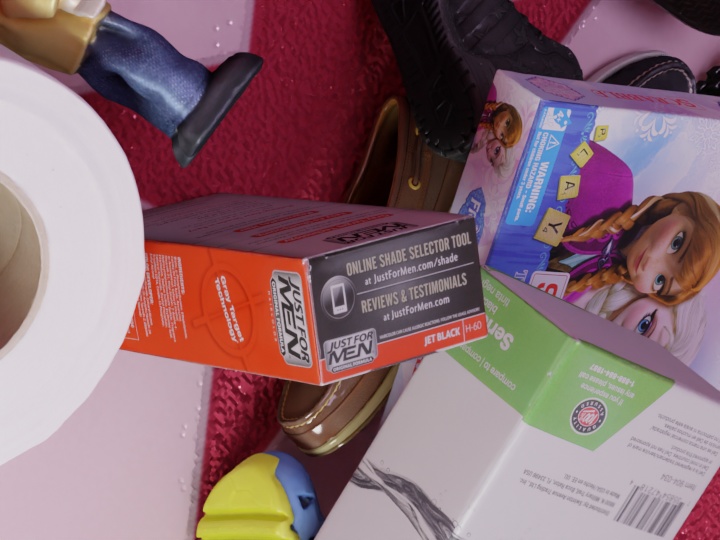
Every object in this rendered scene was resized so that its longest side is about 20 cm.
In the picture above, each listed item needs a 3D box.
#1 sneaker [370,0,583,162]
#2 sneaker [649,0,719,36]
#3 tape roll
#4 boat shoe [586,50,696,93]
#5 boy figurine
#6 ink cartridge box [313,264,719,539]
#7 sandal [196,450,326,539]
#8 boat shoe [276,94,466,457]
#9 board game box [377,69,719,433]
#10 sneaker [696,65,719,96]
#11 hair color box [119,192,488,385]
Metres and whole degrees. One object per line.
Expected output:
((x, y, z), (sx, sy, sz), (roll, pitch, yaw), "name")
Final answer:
((0.068, -0.111, 1.379), (0.104, 0.060, 0.200), (10, 59, -44), "sneaker")
((0.144, -0.209, 1.468), (0.200, 0.073, 0.085), (32, 44, -29), "sneaker")
((-0.200, -0.009, 1.172), (0.202, 0.071, 0.203), (-10, 113, -26), "tape roll")
((0.130, -0.052, 1.461), (0.200, 0.060, 0.074), (-40, 116, -28), "boat shoe")
((-0.144, -0.125, 1.215), (0.200, 0.124, 0.064), (36, 81, -1), "boy figurine")
((0.074, 0.117, 1.288), (0.145, 0.084, 0.200), (24, 102, -43), "ink cartridge box")
((-0.025, 0.180, 1.357), (0.087, 0.079, 0.200), (-28, 118, -37), "sandal")
((0.000, 0.000, 1.363), (0.068, 0.072, 0.200), (38, 65, -28), "boat shoe")
((0.124, 0.005, 1.345), (0.199, 0.041, 0.200), (2, 114, -38), "board game box")
((0.219, -0.042, 1.532), (0.085, 0.078, 0.200), (29, 85, -43), "sneaker")
((-0.044, 0.005, 1.242), (0.101, 0.200, 0.061), (-15, 102, -36), "hair color box")
